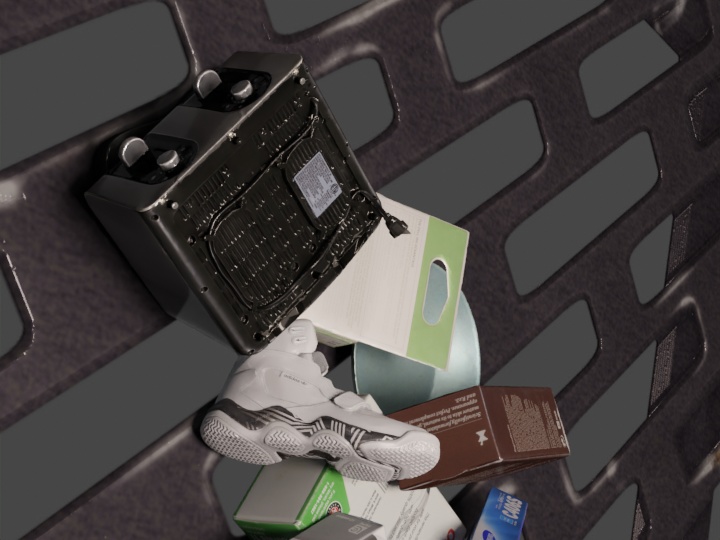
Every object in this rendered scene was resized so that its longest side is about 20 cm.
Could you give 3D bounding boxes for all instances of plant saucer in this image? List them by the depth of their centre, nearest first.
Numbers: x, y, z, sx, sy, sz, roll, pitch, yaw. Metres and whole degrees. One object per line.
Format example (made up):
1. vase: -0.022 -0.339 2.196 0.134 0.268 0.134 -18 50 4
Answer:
1. plant saucer: 0.045 0.089 1.346 0.201 0.039 0.201 5 84 -50

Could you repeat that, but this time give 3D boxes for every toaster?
1. toaster: -0.090 -0.051 1.090 0.181 0.119 0.200 -47 130 -20

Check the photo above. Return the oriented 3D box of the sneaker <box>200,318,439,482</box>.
1. sneaker: -0.027 0.105 1.151 0.075 0.199 0.115 74 24 -58

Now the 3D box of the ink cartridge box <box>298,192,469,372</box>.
1. ink cartridge box: 0.000 0.000 1.257 0.200 0.048 0.146 22 69 -32

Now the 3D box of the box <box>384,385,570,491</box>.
1. box: 0.110 0.152 1.269 0.200 0.100 0.075 9 63 -65

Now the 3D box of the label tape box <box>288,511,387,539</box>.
1. label tape box: -0.056 0.299 1.084 0.200 0.066 0.144 -25 112 -41

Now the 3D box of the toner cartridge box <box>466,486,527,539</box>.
1. toner cartridge box: 0.115 0.278 1.313 0.200 0.043 0.095 -26 139 -78

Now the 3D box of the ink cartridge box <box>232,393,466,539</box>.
1. ink cartridge box: -0.003 0.229 1.240 0.200 0.083 0.147 56 47 -30

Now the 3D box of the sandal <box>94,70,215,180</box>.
1. sandal: -0.132 -0.110 1.143 0.200 0.048 0.075 -42 117 -43
